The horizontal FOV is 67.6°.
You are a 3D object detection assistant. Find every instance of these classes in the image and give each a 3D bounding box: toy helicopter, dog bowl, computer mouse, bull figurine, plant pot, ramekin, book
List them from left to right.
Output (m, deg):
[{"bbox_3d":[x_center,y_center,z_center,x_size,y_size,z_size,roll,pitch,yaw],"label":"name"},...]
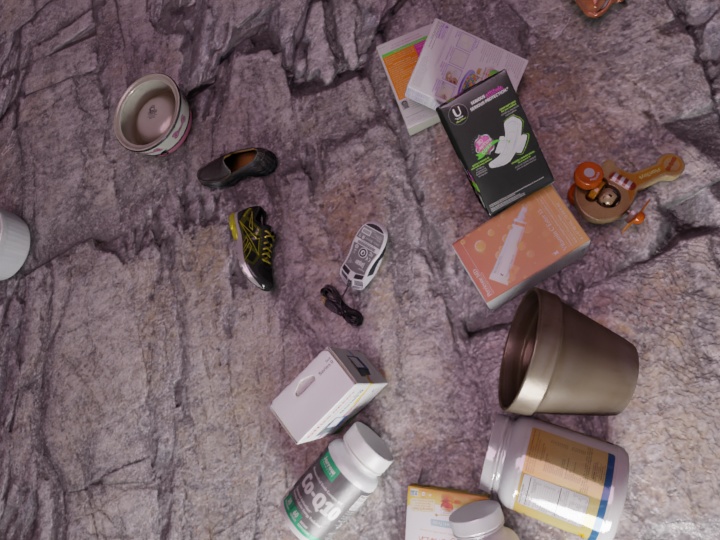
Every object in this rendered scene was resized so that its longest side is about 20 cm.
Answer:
[{"bbox_3d":[-0.963,-0.070,1.401,0.197,0.098,0.205,-4,76,18],"label":"ramekin"},{"bbox_3d":[-0.501,-0.372,1.318,0.196,0.074,0.204,-5,76,19],"label":"dog bowl"},{"bbox_3d":[0.000,0.000,1.074,0.109,0.044,0.202,31,95,28],"label":"computer mouse"},{"bbox_3d":[0.127,-0.399,1.117,0.132,0.048,0.203,-21,72,10],"label":"book"},{"bbox_3d":[0.331,0.149,0.856,0.170,0.200,0.204,17,83,6],"label":"plant pot"},{"bbox_3d":[0.431,-0.574,1.035,0.120,0.065,0.203,-30,70,14],"label":"bull figurine"},{"bbox_3d":[0.467,-0.140,0.924,0.197,0.079,0.134,-23,64,0],"label":"toy helicopter"}]

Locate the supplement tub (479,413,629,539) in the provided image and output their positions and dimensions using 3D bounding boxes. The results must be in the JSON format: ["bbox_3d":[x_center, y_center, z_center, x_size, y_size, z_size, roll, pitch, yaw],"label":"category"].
[{"bbox_3d":[0.298,0.316,0.839,0.197,0.144,0.147,14,83,22],"label":"supplement tub"}]

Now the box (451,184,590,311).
[{"bbox_3d":[0.281,-0.038,0.951,0.198,0.097,0.126,-33,69,10],"label":"box"}]

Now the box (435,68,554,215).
[{"bbox_3d":[0.229,-0.224,0.944,0.123,0.149,0.202,-26,102,11],"label":"box"}]

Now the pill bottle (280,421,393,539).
[{"bbox_3d":[-0.040,0.379,0.963,0.113,0.113,0.201,42,93,22],"label":"pill bottle"}]

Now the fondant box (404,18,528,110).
[{"bbox_3d":[0.202,-0.371,1.039,0.197,0.058,0.146,24,86,1],"label":"fondant box"}]

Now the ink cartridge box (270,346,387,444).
[{"bbox_3d":[-0.050,0.219,0.955,0.145,0.200,0.088,-46,68,4],"label":"ink cartridge box"}]

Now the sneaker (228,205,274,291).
[{"bbox_3d":[-0.219,-0.054,1.144,0.084,0.074,0.203,-28,70,11],"label":"sneaker"}]

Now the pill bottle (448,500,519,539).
[{"bbox_3d":[0.204,0.469,0.820,0.110,0.112,0.204,-19,80,14],"label":"pill bottle"}]

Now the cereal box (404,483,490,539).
[{"bbox_3d":[0.145,0.479,0.913,0.141,0.039,0.204,0,78,17],"label":"cereal box"}]

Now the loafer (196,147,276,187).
[{"bbox_3d":[-0.291,-0.240,1.213,0.196,0.072,0.074,-14,75,17],"label":"loafer"}]
